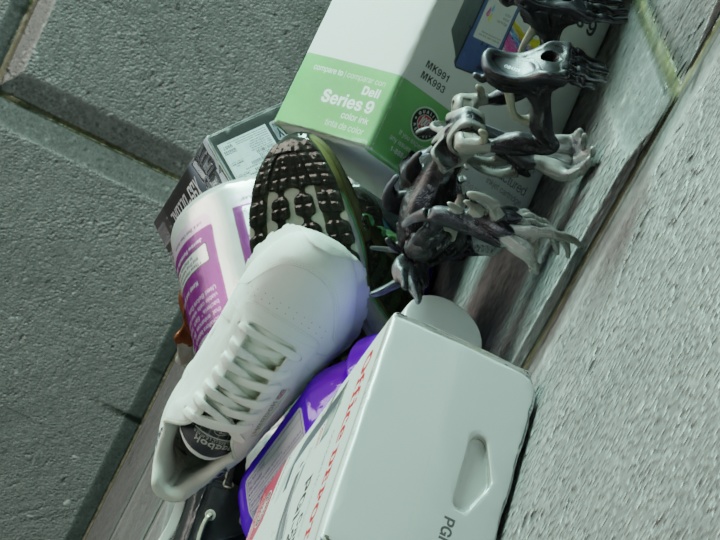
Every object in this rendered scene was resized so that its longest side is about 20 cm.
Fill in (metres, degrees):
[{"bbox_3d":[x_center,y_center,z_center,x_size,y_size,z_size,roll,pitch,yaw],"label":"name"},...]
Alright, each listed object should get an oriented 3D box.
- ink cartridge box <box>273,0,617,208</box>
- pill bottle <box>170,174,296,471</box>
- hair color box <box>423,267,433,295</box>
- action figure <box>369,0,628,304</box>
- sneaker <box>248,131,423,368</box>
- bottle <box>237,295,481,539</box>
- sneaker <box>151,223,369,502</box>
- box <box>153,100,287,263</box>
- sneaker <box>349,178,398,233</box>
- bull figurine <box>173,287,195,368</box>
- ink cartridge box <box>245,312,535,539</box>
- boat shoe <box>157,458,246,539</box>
[{"bbox_3d":[0.060,-0.137,1.254,0.087,0.145,0.201,16,78,44],"label":"ink cartridge box"},{"bbox_3d":[-0.048,0.048,1.357,0.112,0.112,0.201,124,139,-49],"label":"pill bottle"},{"bbox_3d":[-0.021,0.072,1.506,0.109,0.065,0.200,-77,13,-58],"label":"hair color box"},{"bbox_3d":[0.073,-0.051,1.116,0.119,0.102,0.200,-78,13,-45],"label":"action figure"},{"bbox_3d":[0.000,0.000,1.247,0.077,0.201,0.089,-3,32,33],"label":"sneaker"},{"bbox_3d":[0.002,0.090,1.196,0.200,0.083,0.065,-54,35,43],"label":"bottle"},{"bbox_3d":[-0.059,0.056,1.203,0.081,0.076,0.200,-55,-2,-47],"label":"sneaker"},{"bbox_3d":[-0.037,-0.081,1.518,0.200,0.050,0.158,-27,-10,-27],"label":"box"},{"bbox_3d":[0.026,-0.075,1.395,0.096,0.079,0.200,-47,0,13],"label":"sneaker"},{"bbox_3d":[-0.050,0.013,1.575,0.065,0.199,0.122,48,143,35],"label":"bull figurine"},{"bbox_3d":[-0.001,0.137,1.071,0.200,0.085,0.146,-53,14,50],"label":"ink cartridge box"},{"bbox_3d":[-0.094,0.168,1.416,0.200,0.060,0.074,-60,-26,1],"label":"boat shoe"}]
